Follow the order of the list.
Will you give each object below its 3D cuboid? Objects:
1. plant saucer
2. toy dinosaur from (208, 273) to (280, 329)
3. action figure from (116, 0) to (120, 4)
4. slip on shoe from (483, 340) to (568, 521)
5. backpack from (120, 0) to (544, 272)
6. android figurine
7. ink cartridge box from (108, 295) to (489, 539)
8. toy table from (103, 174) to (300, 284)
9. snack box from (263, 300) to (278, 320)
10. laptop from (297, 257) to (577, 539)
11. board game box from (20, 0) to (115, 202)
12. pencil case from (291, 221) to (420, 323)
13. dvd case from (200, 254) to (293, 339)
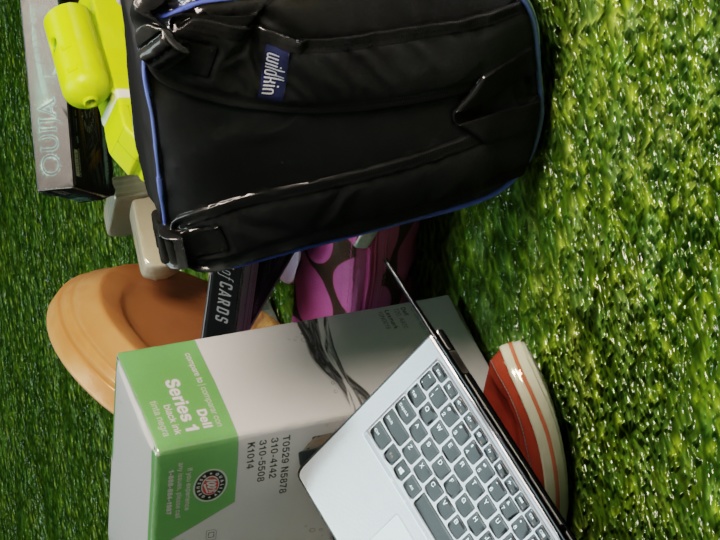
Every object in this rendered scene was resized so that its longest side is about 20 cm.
[{"bbox_3d":[-0.107,0.056,1.823,0.038,0.200,0.200,-60,32,22],"label":"plant saucer"},{"bbox_3d":[-0.068,0.047,1.716,0.200,0.106,0.060,53,169,-29],"label":"toy dinosaur"},{"bbox_3d":[-0.087,-0.163,1.683,0.149,0.134,0.201,118,158,-64],"label":"action figure"},{"bbox_3d":[0.067,0.124,1.460,0.074,0.061,0.200,-113,24,-48],"label":"slip on shoe"},{"bbox_3d":[-0.017,-0.113,1.395,0.183,0.199,0.147,87,171,-45],"label":"backpack"},{"bbox_3d":[-0.102,-0.120,1.722,0.041,0.182,0.200,121,143,-46],"label":"android figurine"},{"bbox_3d":[-0.032,0.106,1.550,0.084,0.199,0.146,-119,26,-45],"label":"ink cartridge box"},{"bbox_3d":[-0.103,-0.080,1.859,0.184,0.117,0.200,101,157,-47],"label":"toy table"},{"bbox_3d":[-0.073,0.117,2.003,0.072,0.024,0.200,-119,27,-49],"label":"snack box"},{"bbox_3d":[0.037,0.123,1.365,0.200,0.116,0.188,-47,64,33],"label":"laptop"},{"bbox_3d":[-0.190,-0.147,1.794,0.135,0.028,0.201,20,-115,-84],"label":"board game box"},{"bbox_3d":[0.000,0.000,1.595,0.094,0.090,0.200,-117,23,-47],"label":"pencil case"},{"bbox_3d":[-0.039,-0.067,1.611,0.151,0.025,0.200,99,-166,-45],"label":"dvd case"}]
